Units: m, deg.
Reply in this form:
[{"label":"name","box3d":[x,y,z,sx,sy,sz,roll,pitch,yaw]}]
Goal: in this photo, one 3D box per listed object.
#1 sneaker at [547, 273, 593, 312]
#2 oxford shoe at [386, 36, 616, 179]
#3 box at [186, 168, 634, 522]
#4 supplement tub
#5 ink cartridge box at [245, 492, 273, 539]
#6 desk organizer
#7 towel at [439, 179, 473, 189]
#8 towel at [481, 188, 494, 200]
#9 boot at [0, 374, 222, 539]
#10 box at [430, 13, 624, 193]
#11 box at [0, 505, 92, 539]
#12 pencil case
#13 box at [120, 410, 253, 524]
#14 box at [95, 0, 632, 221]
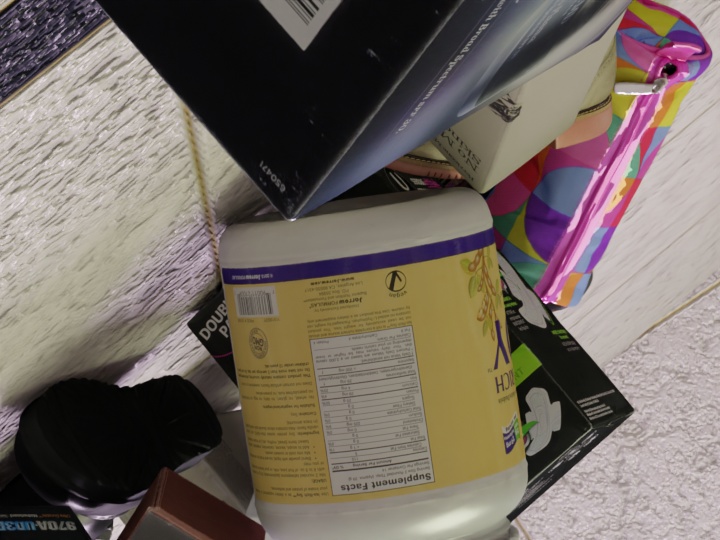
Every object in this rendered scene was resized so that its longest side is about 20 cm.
[{"label":"sneaker","box3d":[0.127,-0.018,1.856,0.108,0.067,0.201,-37,-172,-27]},{"label":"oxford shoe","box3d":[0.069,-0.100,1.431,0.200,0.071,0.074,-23,130,-48]},{"label":"box","box3d":[0.030,0.055,1.506,0.148,0.200,0.124,-42,169,13]},{"label":"supplement tub","box3d":[0.009,0.065,1.369,0.145,0.201,0.145,-9,-175,1]},{"label":"ink cartridge box","box3d":[0.022,0.130,1.681,0.145,0.083,0.200,-7,-154,15]},{"label":"desk organizer","box3d":[-0.128,0.208,1.375,0.200,0.072,0.077,-57,-172,13]},{"label":"towel","box3d":[0.000,0.000,1.679,0.200,0.023,0.144,-39,171,-6]},{"label":"towel","box3d":[0.135,-0.076,1.694,0.200,0.050,0.148,-50,172,7]},{"label":"boot","box3d":[-0.176,0.129,1.460,0.162,0.073,0.198,-38,170,19]},{"label":"box","box3d":[0.070,-0.113,1.273,0.068,0.082,0.200,-39,169,-14]},{"label":"box","box3d":[-0.244,0.203,1.341,0.159,0.046,0.200,6,128,-45]},{"label":"pencil case","box3d":[0.134,-0.072,1.567,0.088,0.088,0.200,-26,146,-56]},{"label":"box","box3d":[-0.093,0.144,1.745,0.068,0.082,0.200,-43,169,11]},{"label":"box","box3d":[0.044,-0.148,0.905,0.198,0.123,0.200,-33,168,-44]}]
